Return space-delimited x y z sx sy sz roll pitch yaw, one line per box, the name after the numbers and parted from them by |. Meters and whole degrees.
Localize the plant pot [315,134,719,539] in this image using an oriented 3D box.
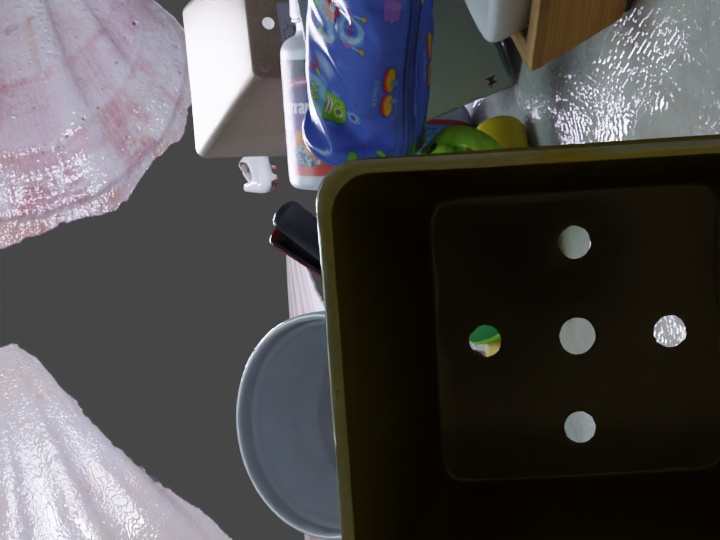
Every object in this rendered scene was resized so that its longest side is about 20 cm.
0.093 0.044 0.474 0.177 0.196 0.204 -80 -14 -79 | plant pot

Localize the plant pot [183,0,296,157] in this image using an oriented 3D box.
-0.092 -0.262 1.508 0.177 0.197 0.203 146 120 -66 | plant pot

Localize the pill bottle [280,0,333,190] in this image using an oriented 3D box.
-0.028 -0.192 1.323 0.111 0.109 0.204 -134 40 -76 | pill bottle

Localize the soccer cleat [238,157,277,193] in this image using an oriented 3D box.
-0.227 -0.249 2.696 0.070 0.076 0.202 95 167 -50 | soccer cleat

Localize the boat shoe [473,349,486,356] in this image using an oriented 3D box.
0.077 0.153 0.930 0.072 0.062 0.203 -27 60 40 | boat shoe

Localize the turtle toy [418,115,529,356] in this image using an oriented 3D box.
0.070 -0.025 0.820 0.201 0.099 0.148 101 161 -62 | turtle toy

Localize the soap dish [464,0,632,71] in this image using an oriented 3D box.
0.091 -0.229 0.624 0.159 0.080 0.202 -105 13 -47 | soap dish

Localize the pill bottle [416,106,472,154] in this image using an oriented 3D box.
0.039 -0.069 0.972 0.109 0.107 0.204 138 127 -79 | pill bottle

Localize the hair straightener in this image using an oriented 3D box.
0.000 0.000 1.149 0.199 0.041 0.077 38 152 15 | hair straightener

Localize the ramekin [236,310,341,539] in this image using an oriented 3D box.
-0.007 0.136 1.146 0.104 0.198 0.204 -1 -95 -57 | ramekin

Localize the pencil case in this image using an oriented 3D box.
0.008 -0.145 0.708 0.087 0.077 0.202 55 154 35 | pencil case

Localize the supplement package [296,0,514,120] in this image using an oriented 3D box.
0.019 -0.213 0.880 0.118 0.115 0.202 55 -162 -52 | supplement package
